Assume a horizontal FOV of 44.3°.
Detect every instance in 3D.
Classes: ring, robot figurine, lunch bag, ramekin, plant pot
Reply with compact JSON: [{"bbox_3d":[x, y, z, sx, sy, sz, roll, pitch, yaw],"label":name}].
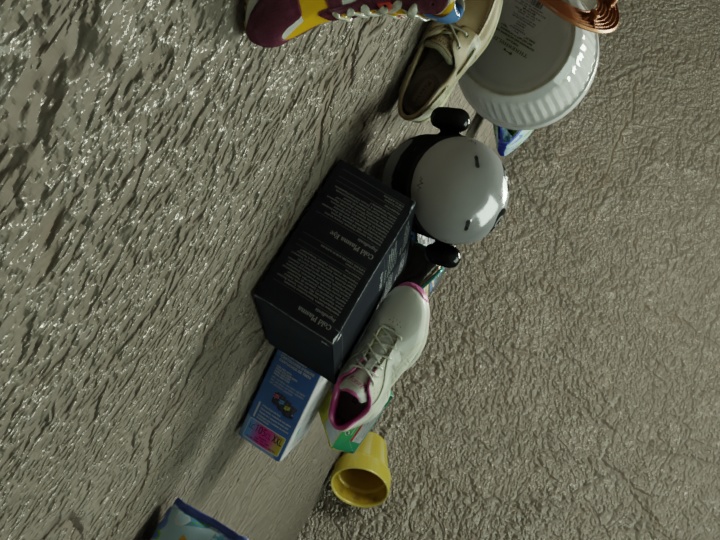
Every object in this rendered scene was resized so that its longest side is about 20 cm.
[{"bbox_3d":[0.251,-0.375,1.108,0.019,0.199,0.201,-49,180,42],"label":"ring"},{"bbox_3d":[0.099,-0.098,1.050,0.124,0.151,0.200,-38,-163,-7],"label":"robot figurine"},{"bbox_3d":[0.336,-0.351,1.885,0.170,0.125,0.204,13,96,-81],"label":"lunch bag"},{"bbox_3d":[0.211,-0.296,1.170,0.203,0.198,0.105,-61,160,6],"label":"ramekin"},{"bbox_3d":[-0.213,0.399,1.043,0.171,0.126,0.202,-57,171,-35],"label":"lunch bag"},{"bbox_3d":[0.012,0.650,2.948,0.191,0.197,0.203,-74,-175,-50],"label":"plant pot"}]

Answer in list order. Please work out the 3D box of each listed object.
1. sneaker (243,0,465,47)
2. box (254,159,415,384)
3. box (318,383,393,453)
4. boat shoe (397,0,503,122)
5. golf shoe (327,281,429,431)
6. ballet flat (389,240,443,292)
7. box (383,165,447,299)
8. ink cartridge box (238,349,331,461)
[{"bbox_3d":[0.016,-0.178,0.541,0.198,0.091,0.075,-30,-174,27],"label":"sneaker"},{"bbox_3d":[-0.027,0.009,1.025,0.184,0.103,0.201,-59,171,-18],"label":"box"},{"bbox_3d":[-0.025,0.155,1.309,0.118,0.048,0.201,-56,-145,23],"label":"box"},{"bbox_3d":[0.105,-0.266,1.045,0.202,0.071,0.065,-58,173,17],"label":"boat shoe"},{"bbox_3d":[0.021,0.110,1.054,0.203,0.074,0.091,-65,167,18],"label":"golf shoe"},{"bbox_3d":[0.025,0.041,1.171,0.200,0.068,0.068,-48,178,7],"label":"ballet flat"},{"bbox_3d":[0.084,-0.072,1.264,0.199,0.048,0.205,-48,134,-64],"label":"box"},{"bbox_3d":[-0.079,0.142,1.226,0.203,0.075,0.136,-62,172,12],"label":"ink cartridge box"}]
